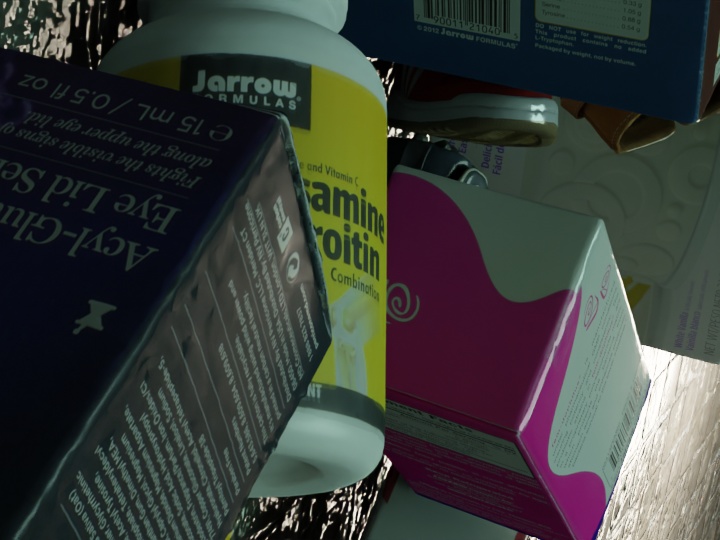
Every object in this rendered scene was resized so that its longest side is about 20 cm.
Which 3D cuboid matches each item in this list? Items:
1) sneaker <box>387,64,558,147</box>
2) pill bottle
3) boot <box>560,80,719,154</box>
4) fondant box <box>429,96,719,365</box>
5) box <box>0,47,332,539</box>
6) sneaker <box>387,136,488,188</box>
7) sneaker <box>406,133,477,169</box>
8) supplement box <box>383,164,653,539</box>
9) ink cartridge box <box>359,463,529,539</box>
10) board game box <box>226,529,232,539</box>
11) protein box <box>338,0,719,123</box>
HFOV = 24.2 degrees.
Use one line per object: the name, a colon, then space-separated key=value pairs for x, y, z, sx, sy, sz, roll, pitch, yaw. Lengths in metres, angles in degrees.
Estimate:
sneaker: x=0.057 y=-0.121 z=0.846 sx=0.200 sy=0.071 sz=0.113 roll=-147 pitch=-113 yaw=-76
pill bottle: x=-0.046 y=-0.024 z=0.614 sx=0.112 sy=0.111 sz=0.201 roll=47 pitch=40 yaw=-66
boot: x=0.170 y=-0.162 z=0.927 sx=0.199 sy=0.155 sz=0.077 roll=-30 pitch=146 yaw=-12
fondant box: x=0.137 y=-0.042 z=0.995 sx=0.058 sy=0.199 sz=0.145 roll=-28 pitch=130 yaw=-61
box: x=-0.117 y=0.044 z=0.461 sx=0.105 sy=0.147 sz=0.201 roll=79 pitch=32 yaw=-49
sneaker: x=-0.001 y=-0.001 z=0.825 sx=0.202 sy=0.077 sz=0.147 roll=18 pitch=92 yaw=-74
sneaker: x=0.052 y=0.019 z=0.970 sx=0.201 sy=0.098 sz=0.071 roll=61 pitch=28 yaw=-18
supplement box: x=0.065 y=0.047 z=0.782 sx=0.102 sy=0.103 sz=0.200 roll=-66 pitch=158 yaw=-17
ink cartridge box: x=0.040 y=0.165 z=0.963 sx=0.200 sy=0.083 sz=0.146 roll=102 pitch=10 yaw=-69
board game box: x=-0.134 y=0.184 z=0.602 sx=0.200 sy=0.056 sz=0.166 roll=-34 pitch=145 yaw=-61
protein box: x=0.078 y=-0.200 z=0.736 sx=0.135 sy=0.197 sz=0.201 roll=-56 pitch=153 yaw=-44
